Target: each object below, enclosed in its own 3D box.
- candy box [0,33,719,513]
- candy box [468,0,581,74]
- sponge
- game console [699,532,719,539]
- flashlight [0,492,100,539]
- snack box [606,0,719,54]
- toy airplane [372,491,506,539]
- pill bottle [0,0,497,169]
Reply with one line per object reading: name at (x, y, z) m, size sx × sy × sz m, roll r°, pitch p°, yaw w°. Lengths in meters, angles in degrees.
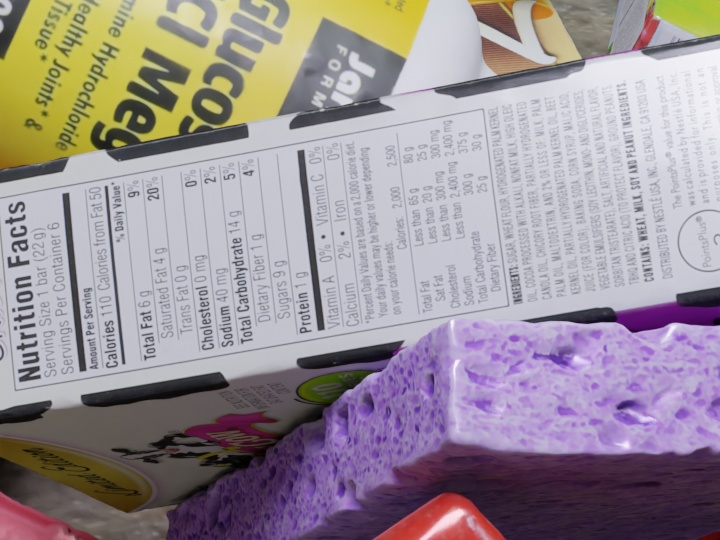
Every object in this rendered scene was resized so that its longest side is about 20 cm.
candy box at (0.014, 0.006, 0.645) m, size 0.198 × 0.061 × 0.136 m, roll -9°, pitch -15°, yaw 12°
candy box at (-0.017, -0.060, 1.002) m, size 0.198 × 0.056 × 0.116 m, roll 0°, pitch 33°, yaw -13°
sponge at (0.034, 0.049, 0.637) m, size 0.111 × 0.200 × 0.030 m, roll 0°, pitch 75°, yaw -21°
game console at (0.190, 0.083, 0.846) m, size 0.175 × 0.031 × 0.200 m, roll -1°, pitch 34°, yaw -12°
flashlight at (-0.084, 0.078, 0.763) m, size 0.199 × 0.068 × 0.068 m, roll 19°, pitch 31°, yaw 20°
snack box at (0.191, -0.063, 1.007) m, size 0.199 × 0.053 × 0.143 m, roll 26°, pitch 34°, yaw -4°
toy airplane at (0.065, 0.143, 0.601) m, size 0.199 × 0.201 × 0.141 m, roll 6°, pitch 16°, yaw -21°
pill bottle at (-0.037, -0.052, 0.791) m, size 0.199 × 0.113 × 0.113 m, roll 25°, pitch 32°, yaw -5°
